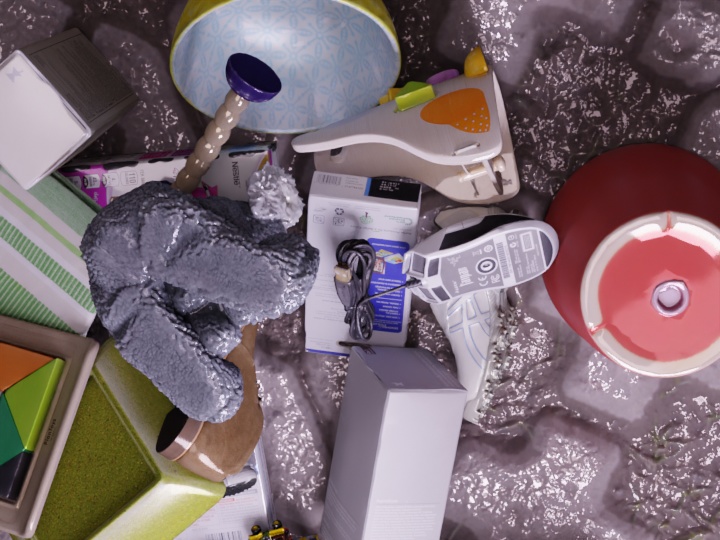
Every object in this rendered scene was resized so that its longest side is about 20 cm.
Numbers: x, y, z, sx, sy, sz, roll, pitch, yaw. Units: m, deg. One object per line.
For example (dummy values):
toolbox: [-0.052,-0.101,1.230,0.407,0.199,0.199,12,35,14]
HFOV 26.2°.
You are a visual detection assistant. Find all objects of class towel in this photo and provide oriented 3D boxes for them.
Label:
towel: [-0.296,-0.006,1.416,0.152,0.023,0.200,39,126,10]

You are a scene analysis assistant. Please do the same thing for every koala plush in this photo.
koala plush: [-0.119,-0.007,1.296,0.184,0.200,0.178,35,114,6]

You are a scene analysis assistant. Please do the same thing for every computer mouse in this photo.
computer mouse: [0.074,-0.007,1.353,0.199,0.044,0.110,-15,132,1]

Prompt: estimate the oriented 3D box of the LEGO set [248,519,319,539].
LEGO set: [-0.071,0.350,1.456,0.153,0.116,0.201,-8,119,8]

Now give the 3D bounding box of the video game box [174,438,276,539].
video game box: [-0.191,0.190,1.492,0.199,0.047,0.183,-7,104,6]

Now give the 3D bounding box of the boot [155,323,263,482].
boot: [-0.120,0.106,1.408,0.075,0.200,0.074,36,136,-18]

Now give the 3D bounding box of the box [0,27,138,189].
box: [-0.267,-0.145,1.341,0.078,0.200,0.095,-39,97,12]

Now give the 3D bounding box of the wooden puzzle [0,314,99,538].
wooden puzzle: [-0.346,0.130,1.407,0.199,0.037,0.186,12,77,28]

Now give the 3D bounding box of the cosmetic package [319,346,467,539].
cosmetic package: [0.028,0.179,1.425,0.090,0.107,0.201,5,110,-22]

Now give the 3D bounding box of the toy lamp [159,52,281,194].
toy lamp: [-0.137,-0.096,1.334,0.058,0.058,0.200,36,120,-4]

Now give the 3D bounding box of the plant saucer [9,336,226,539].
plant saucer: [-0.252,0.182,1.400,0.200,0.048,0.200,-40,63,6]

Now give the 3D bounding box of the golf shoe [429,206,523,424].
golf shoe: [0.098,0.038,1.428,0.097,0.078,0.201,10,96,14]

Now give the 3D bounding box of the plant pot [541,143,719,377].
plant pot: [0.257,0.001,1.346,0.199,0.177,0.201,1,103,4]

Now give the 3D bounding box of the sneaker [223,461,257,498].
sneaker: [-0.195,0.189,1.443,0.199,0.074,0.080,-18,77,9]

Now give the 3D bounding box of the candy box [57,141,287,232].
candy box: [-0.170,-0.041,1.429,0.199,0.061,0.137,-5,103,5]

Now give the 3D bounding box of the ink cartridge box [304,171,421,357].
ink cartridge box: [0.000,0.000,1.410,0.099,0.039,0.201,7,133,2]

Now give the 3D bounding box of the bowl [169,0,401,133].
bowl: [-0.066,-0.219,1.345,0.199,0.200,0.108,-6,61,6]

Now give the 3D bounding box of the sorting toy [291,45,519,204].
sorting toy: [0.037,-0.114,1.345,0.179,0.200,0.107,-11,81,8]
